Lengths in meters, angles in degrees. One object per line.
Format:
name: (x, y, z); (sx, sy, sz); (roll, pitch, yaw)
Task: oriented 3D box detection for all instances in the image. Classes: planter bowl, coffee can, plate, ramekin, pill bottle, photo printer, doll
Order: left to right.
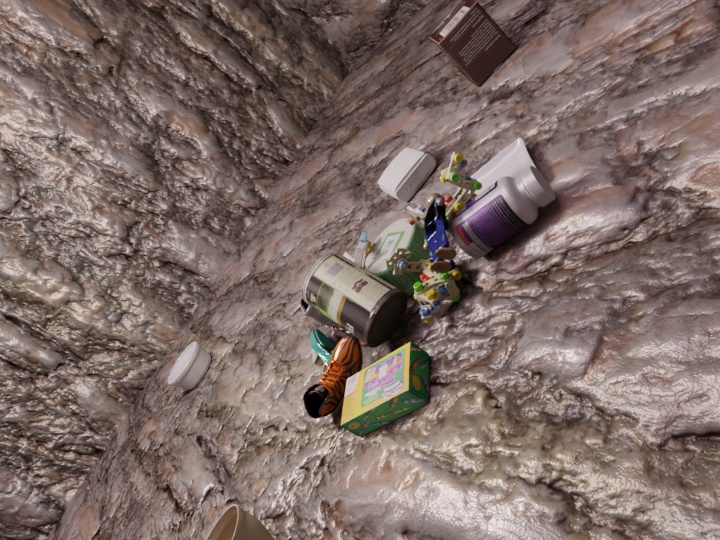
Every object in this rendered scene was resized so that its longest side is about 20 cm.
ramekin: (-0.715, 0.409, 2.192); (0.202, 0.094, 0.202); (-41, 26, 26)
planter bowl: (-0.231, 0.579, 0.998); (0.200, 0.135, 0.200); (-52, 15, 19)
coffee can: (-0.012, 0.064, 1.201); (0.200, 0.146, 0.146); (31, 83, 28)
ramekin: (0.103, -0.035, 1.299); (0.200, 0.098, 0.200); (-41, 26, 26)
photo printer: (0.139, -0.308, 1.648); (0.166, 0.069, 0.200); (-51, 24, 5)
doll: (0.158, -0.089, 1.086); (0.137, 0.048, 0.200); (102, 170, -49)
plate: (0.319, -0.197, 1.210); (0.200, 0.032, 0.200); (-40, 26, 28)
pill bottle: (0.288, -0.121, 1.061); (0.200, 0.111, 0.112); (-37, 28, 32)

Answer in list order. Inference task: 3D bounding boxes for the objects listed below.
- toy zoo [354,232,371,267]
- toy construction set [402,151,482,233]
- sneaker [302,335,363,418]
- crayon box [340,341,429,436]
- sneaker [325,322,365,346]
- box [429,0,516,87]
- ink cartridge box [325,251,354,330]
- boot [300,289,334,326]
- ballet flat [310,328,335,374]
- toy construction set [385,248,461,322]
toy zoo: (0.000, 0.000, 1.350); (0.131, 0.020, 0.200); (-42, -39, -76)
toy construction set: (0.195, -0.161, 1.187); (0.200, 0.131, 0.092); (-46, 24, 20)
sneaker: (-0.061, 0.244, 1.155); (0.112, 0.077, 0.200); (2, -73, -68)
crayon box: (0.049, 0.244, 1.060); (0.200, 0.058, 0.119); (-37, 29, 33)
sneaker: (-0.042, 0.149, 1.330); (0.200, 0.082, 0.077); (-22, 38, 51)
box: (0.358, -0.739, 1.680); (0.166, 0.200, 0.164); (-44, 25, 19)
ink cartridge box: (-0.054, 0.059, 1.484); (0.200, 0.050, 0.161); (-60, 22, 5)
boot: (-0.115, 0.066, 1.424); (0.074, 0.095, 0.200); (-54, 24, 23)
ballet flat: (-0.083, 0.218, 1.286); (0.070, 0.067, 0.200); (-55, 41, 3)
toy construction set: (0.143, 0.017, 1.130); (0.131, 0.092, 0.200); (-35, 43, -4)
